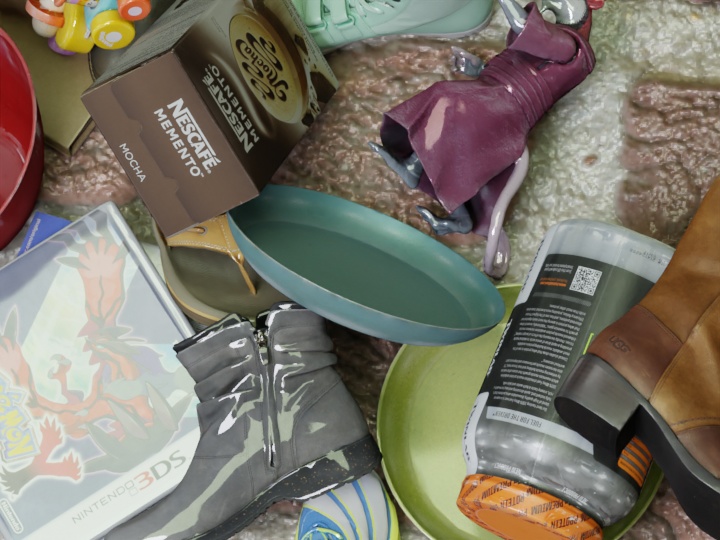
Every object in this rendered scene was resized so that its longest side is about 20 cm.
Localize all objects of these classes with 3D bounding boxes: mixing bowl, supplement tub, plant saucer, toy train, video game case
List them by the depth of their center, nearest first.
[{"bbox_3d":[0.142,0.079,1.625,0.122,0.123,0.201,21,74,12],"label":"supplement tub"},{"bbox_3d":[0.000,0.000,1.664,0.199,0.200,0.028,27,108,13],"label":"plant saucer"},{"bbox_3d":[0.111,0.108,1.698,0.198,0.031,0.201,-2,70,4],"label":"plant saucer"},{"bbox_3d":[-0.195,0.080,1.700,0.182,0.023,0.201,-32,73,-5],"label":"video game case"},{"bbox_3d":[-0.197,-0.226,1.747,0.055,0.200,0.151,7,93,-26],"label":"toy train"},{"bbox_3d":[-0.298,-0.073,1.748,0.199,0.108,0.201,-6,68,14],"label":"mixing bowl"}]

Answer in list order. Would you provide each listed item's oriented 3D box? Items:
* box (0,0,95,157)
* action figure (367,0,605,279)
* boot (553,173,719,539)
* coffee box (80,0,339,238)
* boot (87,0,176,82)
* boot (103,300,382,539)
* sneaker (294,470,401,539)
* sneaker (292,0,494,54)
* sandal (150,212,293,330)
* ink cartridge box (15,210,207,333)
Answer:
[{"bbox_3d":[-0.246,-0.197,1.838,0.199,0.021,0.164,31,77,14],"label":"box"},{"bbox_3d":[0.106,-0.120,1.721,0.200,0.134,0.149,-43,74,-6],"label":"action figure"},{"bbox_3d":[0.246,0.060,1.552,0.188,0.069,0.200,34,68,19],"label":"boot"},{"bbox_3d":[-0.096,-0.120,1.687,0.079,0.200,0.113,-23,107,25],"label":"coffee box"},{"bbox_3d":[-0.157,-0.229,1.778,0.074,0.097,0.201,11,71,8],"label":"boot"},{"bbox_3d":[-0.096,0.104,1.640,0.199,0.070,0.132,-25,94,-8],"label":"boot"},{"bbox_3d":[-0.012,0.211,1.635,0.075,0.105,0.201,-2,72,4],"label":"sneaker"},{"bbox_3d":[-0.007,-0.206,1.768,0.199,0.118,0.074,-5,72,5],"label":"sneaker"},{"bbox_3d":[-0.102,-0.031,1.719,0.080,0.054,0.201,-9,47,-19],"label":"sandal"},{"bbox_3d":[-0.153,0.043,1.739,0.199,0.042,0.120,18,75,8],"label":"ink cartridge box"}]
